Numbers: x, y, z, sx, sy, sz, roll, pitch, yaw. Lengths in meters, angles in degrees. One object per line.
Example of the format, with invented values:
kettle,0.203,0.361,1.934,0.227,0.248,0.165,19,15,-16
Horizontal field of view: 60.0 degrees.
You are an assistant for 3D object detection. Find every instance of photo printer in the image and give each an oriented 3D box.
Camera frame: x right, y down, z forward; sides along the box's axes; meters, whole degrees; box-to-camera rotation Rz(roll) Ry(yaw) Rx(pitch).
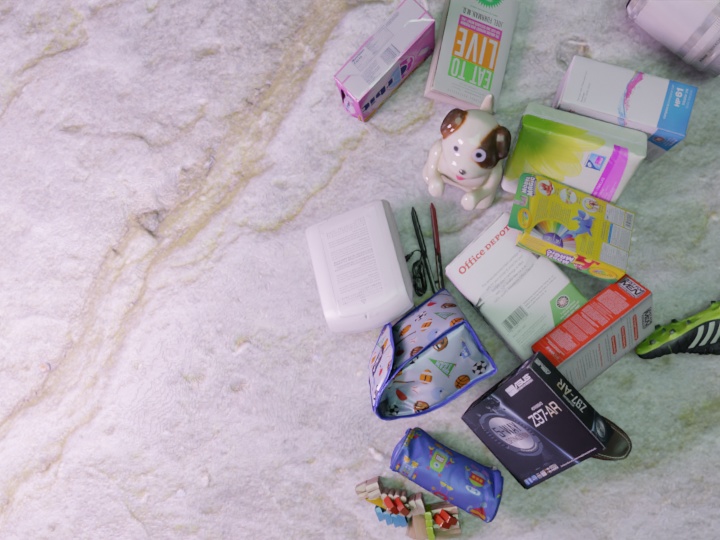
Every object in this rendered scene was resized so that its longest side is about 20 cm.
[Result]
photo printer,0.000,0.000,1.069,0.162,0.069,0.205,-20,71,12

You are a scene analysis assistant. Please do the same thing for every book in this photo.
book,0.198,-0.392,1.099,0.130,0.048,0.206,13,87,-13

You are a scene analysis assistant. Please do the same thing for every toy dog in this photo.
toy dog,0.186,-0.193,1.008,0.138,0.200,0.197,34,98,6

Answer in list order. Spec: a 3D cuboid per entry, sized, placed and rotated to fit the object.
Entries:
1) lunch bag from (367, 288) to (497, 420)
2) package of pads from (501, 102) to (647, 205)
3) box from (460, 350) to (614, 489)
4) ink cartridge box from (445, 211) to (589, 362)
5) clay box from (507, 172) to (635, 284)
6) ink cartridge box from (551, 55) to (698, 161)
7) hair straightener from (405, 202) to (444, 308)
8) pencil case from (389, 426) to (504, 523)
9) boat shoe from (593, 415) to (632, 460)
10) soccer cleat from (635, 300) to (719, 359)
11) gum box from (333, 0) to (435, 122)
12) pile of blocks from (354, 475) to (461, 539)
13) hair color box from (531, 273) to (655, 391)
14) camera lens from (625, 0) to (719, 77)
lunch bag,0.095,0.141,1.007,0.198,0.170,0.125,-35,103,7
package of pads,0.341,-0.175,1.021,0.195,0.156,0.069,18,56,8
box,0.271,0.241,0.984,0.161,0.201,0.043,47,48,9
ink cartridge box,0.256,0.027,1.047,0.146,0.084,0.201,-41,82,2
clay box,0.332,-0.071,1.001,0.195,0.048,0.117,21,64,3
ink cartridge box,0.417,-0.262,1.020,0.194,0.145,0.087,17,87,8
hair straightener,0.108,-0.012,1.098,0.074,0.041,0.207,-8,89,7
pencil case,0.147,0.335,1.039,0.196,0.078,0.088,25,69,9
boat shoe,0.353,0.258,1.024,0.195,0.070,0.072,22,87,7
soccer cleat,0.549,0.110,1.016,0.196,0.068,0.083,-26,95,4
gum box,0.042,-0.360,1.092,0.066,0.113,0.200,44,91,9
pile of blocks,0.079,0.412,1.050,0.194,0.062,0.085,15,87,9
hair color box,0.375,0.109,0.999,0.198,0.103,0.061,-35,42,-6
camera lens,0.549,-0.437,1.011,0.199,0.160,0.161,41,91,8
